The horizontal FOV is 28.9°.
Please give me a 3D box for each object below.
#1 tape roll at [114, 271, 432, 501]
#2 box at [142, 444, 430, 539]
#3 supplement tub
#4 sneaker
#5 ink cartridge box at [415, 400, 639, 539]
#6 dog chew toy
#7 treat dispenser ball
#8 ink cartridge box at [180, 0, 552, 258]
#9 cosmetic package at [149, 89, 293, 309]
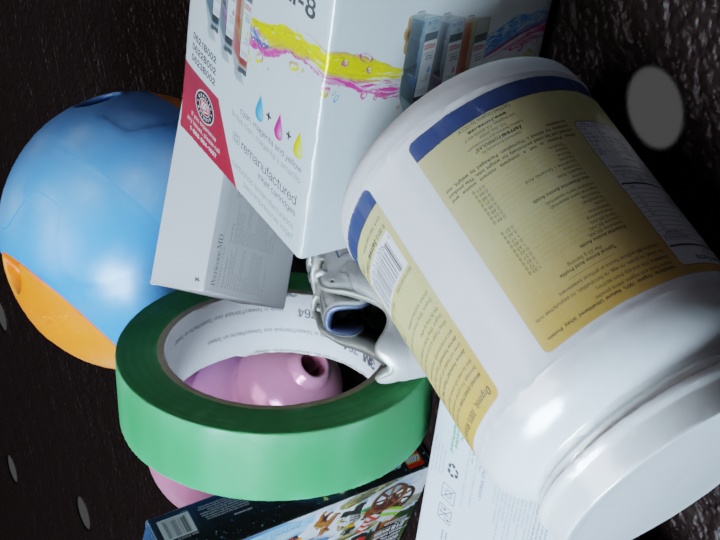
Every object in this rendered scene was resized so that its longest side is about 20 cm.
[{"bbox_3d":[-0.053,0.066,0.876,0.200,0.199,0.049,34,132,48],"label":"tape roll"},{"bbox_3d":[-0.056,0.186,0.938,0.038,0.198,0.137,54,145,30],"label":"box"},{"bbox_3d":[0.093,0.016,0.658,0.201,0.143,0.145,58,147,26],"label":"supplement tub"},{"bbox_3d":[0.000,0.000,0.869,0.200,0.086,0.075,40,138,46],"label":"sneaker"},{"bbox_3d":[0.106,0.194,0.825,0.200,0.040,0.201,45,139,41],"label":"ink cartridge box"},{"bbox_3d":[-0.080,0.108,1.032,0.200,0.124,0.126,-43,66,49],"label":"dog chew toy"},{"bbox_3d":[-0.161,-0.029,1.017,0.200,0.199,0.203,34,131,49],"label":"treat dispenser ball"},{"bbox_3d":[0.002,-0.140,0.740,0.145,0.143,0.202,47,140,39],"label":"ink cartridge box"},{"bbox_3d":[-0.073,-0.083,0.875,0.050,0.082,0.203,7,85,34],"label":"cosmetic package"}]
